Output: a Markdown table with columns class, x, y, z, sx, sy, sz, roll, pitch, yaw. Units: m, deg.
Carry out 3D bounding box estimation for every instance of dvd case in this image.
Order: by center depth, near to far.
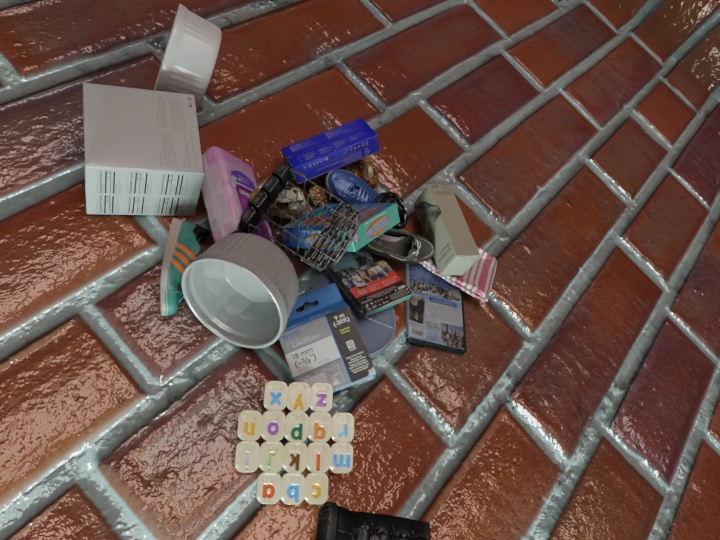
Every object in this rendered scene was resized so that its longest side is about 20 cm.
| class | x | y | z | sx | sy | sz | roll | pitch | yaw |
| --- | --- | --- | --- | --- | --- | --- | --- | --- | --- |
| dvd case | 0.000 | 0.000 | 1.202 | 0.145 | 0.022 | 0.200 | -20 | 62 | -43 |
| dvd case | 0.165 | 0.079 | 1.273 | 0.141 | 0.018 | 0.202 | 14 | 56 | -18 |

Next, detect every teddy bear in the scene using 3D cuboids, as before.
| class | x | y | z | sx | sy | sz | roll | pitch | yaw |
| --- | --- | --- | --- | --- | --- | --- | --- | --- | --- |
| teddy bear | -0.039 | -0.210 | 1.316 | 0.197 | 0.067 | 0.147 | 2 | 63 | -24 |

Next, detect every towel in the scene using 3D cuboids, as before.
| class | x | y | z | sx | sy | sz | roll | pitch | yaw |
| --- | --- | --- | --- | --- | --- | --- | --- | --- | --- |
| towel | 0.228 | -0.025 | 1.342 | 0.198 | 0.030 | 0.147 | 30 | 46 | -4 |

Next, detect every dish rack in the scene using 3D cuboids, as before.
| class | x | y | z | sx | sy | sz | roll | pitch | yaw |
| --- | --- | --- | --- | --- | --- | --- | --- | --- | --- |
| dish rack | -0.105 | -0.092 | 1.040 | 0.199 | 0.055 | 0.154 | 31 | 70 | 5 |

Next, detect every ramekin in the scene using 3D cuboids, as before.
| class | x | y | z | sx | sy | sz | roll | pitch | yaw |
| --- | --- | --- | --- | --- | --- | --- | --- | --- | --- |
| ramekin | -0.203 | 0.029 | 1.021 | 0.199 | 0.201 | 0.105 | 34 | 43 | -3 |
| ramekin | -0.366 | -0.441 | 1.219 | 0.097 | 0.200 | 0.203 | 17 | 55 | -24 |

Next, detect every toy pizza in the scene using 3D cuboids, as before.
| class | x | y | z | sx | sy | sz | roll | pitch | yaw |
| --- | --- | --- | --- | --- | --- | --- | --- | --- | --- |
| toy pizza | -0.022 | 0.090 | 1.168 | 0.198 | 0.032 | 0.202 | 12 | 55 | -17 |

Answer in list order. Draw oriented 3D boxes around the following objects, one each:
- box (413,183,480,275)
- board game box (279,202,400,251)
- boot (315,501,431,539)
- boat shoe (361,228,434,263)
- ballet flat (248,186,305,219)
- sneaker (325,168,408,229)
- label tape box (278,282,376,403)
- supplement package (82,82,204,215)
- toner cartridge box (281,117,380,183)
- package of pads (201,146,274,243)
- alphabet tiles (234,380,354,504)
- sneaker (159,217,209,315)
| class | x | y | z | sx | sy | sz | roll | pitch | yaw |
| --- | --- | --- | --- | --- | --- | --- | --- | --- | --- |
| box | 0.192 | -0.093 | 1.304 | 0.068 | 0.082 | 0.202 | 0 | 56 | -28 |
| board game box | -0.043 | -0.091 | 1.165 | 0.152 | 0.198 | 0.046 | -34 | 118 | -41 |
| boot | 0.022 | 0.483 | 0.944 | 0.198 | 0.066 | 0.167 | 21 | 56 | -18 |
| boat shoe | 0.079 | -0.054 | 1.231 | 0.198 | 0.057 | 0.068 | 10 | 88 | -22 |
| ballet flat | -0.148 | -0.140 | 1.173 | 0.200 | 0.062 | 0.070 | -21 | 94 | -66 |
| sneaker | 0.020 | -0.155 | 1.243 | 0.199 | 0.111 | 0.077 | 39 | 77 | -16 |
| label tape box | -0.075 | 0.129 | 1.064 | 0.143 | 0.063 | 0.202 | -21 | 74 | -8 |
| supplement package | -0.415 | -0.222 | 1.092 | 0.198 | 0.147 | 0.193 | -1 | 62 | -26 |
| toner cartridge box | -0.065 | -0.264 | 1.266 | 0.198 | 0.044 | 0.095 | -23 | 42 | -9 |
| package of pads | -0.250 | -0.134 | 1.138 | 0.120 | 0.075 | 0.202 | 20 | 47 | -58 |
| alphabet tiles | -0.110 | 0.289 | 0.978 | 0.197 | 0.015 | 0.198 | 3 | 76 | -8 |
| sneaker | -0.321 | -0.008 | 1.059 | 0.079 | 0.072 | 0.202 | 9 | 57 | -15 |
